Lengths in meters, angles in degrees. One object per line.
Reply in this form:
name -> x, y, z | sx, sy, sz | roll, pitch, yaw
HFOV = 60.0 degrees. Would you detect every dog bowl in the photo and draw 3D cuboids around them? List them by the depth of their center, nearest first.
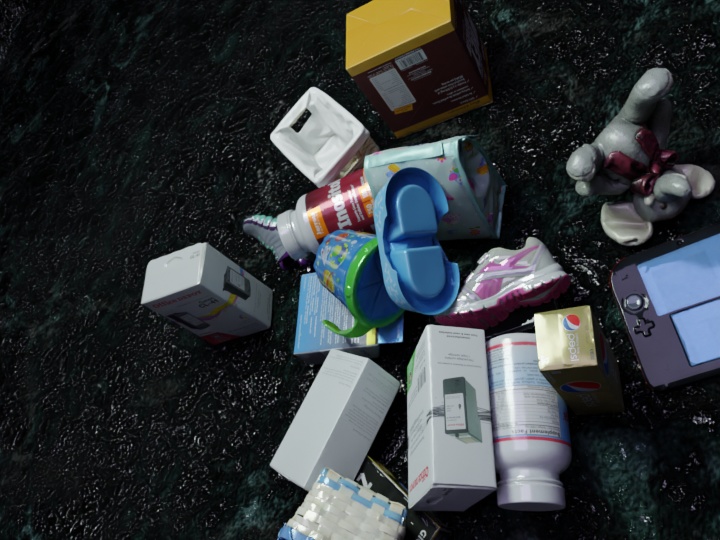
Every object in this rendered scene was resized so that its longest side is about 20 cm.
dog bowl -> 0.074, -0.037, 0.871 | 0.049, 0.109, 0.206 | -18, 81, 57

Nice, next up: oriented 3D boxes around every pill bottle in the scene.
pill bottle -> 0.210, 0.192, 0.793 | 0.106, 0.108, 0.205 | -12, 61, 28
pill bottle -> -0.039, -0.093, 1.071 | 0.196, 0.113, 0.115 | -22, 55, 13

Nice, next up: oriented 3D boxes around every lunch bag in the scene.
lunch bag -> 0.117, -0.135, 0.966 | 0.167, 0.199, 0.125 | -2, 65, 33

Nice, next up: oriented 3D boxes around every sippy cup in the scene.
sippy cup -> 0.000, 0.000, 0.951 | 0.177, 0.142, 0.129 | -38, 38, -24

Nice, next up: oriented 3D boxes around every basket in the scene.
basket -> -0.029, 0.369, 0.764 | 0.173, 0.140, 0.202 | 24, 58, 13
basket -> -0.056, -0.227, 1.179 | 0.136, 0.123, 0.200 | -46, 49, 4

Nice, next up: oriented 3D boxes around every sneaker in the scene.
sneaker -> 0.193, 0.020, 0.895 | 0.196, 0.081, 0.090 | -23, 60, 13
sneaker -> -0.162, -0.051, 1.193 | 0.196, 0.074, 0.090 | 9, 76, 36

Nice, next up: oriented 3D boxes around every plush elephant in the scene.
plush elephant -> 0.377, -0.128, 0.828 | 0.165, 0.200, 0.155 | -46, 73, 5

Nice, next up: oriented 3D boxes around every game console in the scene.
game console -> 0.429, 0.038, 0.777 | 0.196, 0.031, 0.181 | -23, 55, 23

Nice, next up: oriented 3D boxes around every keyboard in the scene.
keyboard -> 0.192, 0.044, 0.941 | 0.196, 0.021, 0.130 | -20, 63, 23

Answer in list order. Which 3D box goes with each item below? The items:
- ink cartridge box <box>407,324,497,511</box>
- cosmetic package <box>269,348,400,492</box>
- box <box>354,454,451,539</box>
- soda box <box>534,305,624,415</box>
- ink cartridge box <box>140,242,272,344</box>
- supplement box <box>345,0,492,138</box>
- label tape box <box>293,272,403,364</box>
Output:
ink cartridge box -> 0.112, 0.197, 0.817 | 0.082, 0.147, 0.205 | 5, 60, -6
cosmetic package -> -0.037, 0.229, 0.925 | 0.112, 0.081, 0.203 | 5, 62, 57
box -> 0.009, 0.389, 0.865 | 0.159, 0.049, 0.202 | 33, 87, 42
soda box -> 0.262, 0.113, 0.738 | 0.063, 0.200, 0.069 | -12, 60, 27
ink cartridge box -> -0.272, 0.048, 1.130 | 0.145, 0.200, 0.088 | -17, 57, 25
supplement box -> 0.105, -0.373, 1.096 | 0.193, 0.200, 0.136 | -16, 58, 26
label tape box -> -0.008, 0.070, 1.031 | 0.195, 0.066, 0.147 | -9, 62, 23
